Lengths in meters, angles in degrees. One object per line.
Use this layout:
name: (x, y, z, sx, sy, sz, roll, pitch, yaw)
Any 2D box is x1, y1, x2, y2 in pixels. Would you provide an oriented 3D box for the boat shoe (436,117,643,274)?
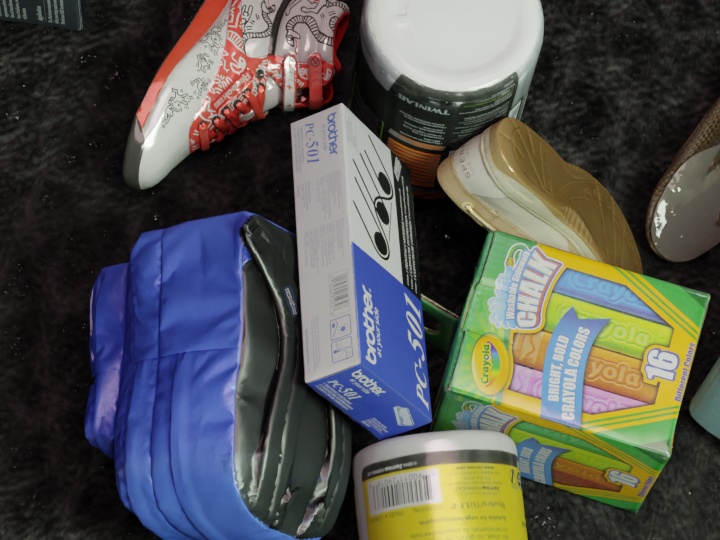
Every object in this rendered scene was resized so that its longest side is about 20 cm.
boat shoe: (0.123, -0.034, 1.738, 0.069, 0.200, 0.074, -21, 47, 28)

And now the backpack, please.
backpack: (-0.091, 0.087, 1.664, 0.167, 0.162, 0.201, -14, 69, 31)

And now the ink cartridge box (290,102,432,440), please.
ink cartridge box: (0.000, 0.000, 1.655, 0.044, 0.094, 0.201, -20, 55, 24)

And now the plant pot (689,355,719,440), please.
plant pot: (0.364, 0.041, 1.676, 0.196, 0.200, 0.196, 37, 64, 15)

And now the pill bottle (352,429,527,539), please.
pill bottle: (0.057, 0.211, 1.647, 0.111, 0.111, 0.201, -4, 75, -6)

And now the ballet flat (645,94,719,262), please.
ballet flat: (0.261, -0.090, 1.827, 0.067, 0.046, 0.200, 39, 73, -23)

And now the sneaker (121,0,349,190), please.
sneaker: (-0.082, -0.127, 1.798, 0.108, 0.067, 0.202, 24, 66, 8)

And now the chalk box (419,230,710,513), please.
chalk box: (0.116, 0.062, 1.709, 0.199, 0.125, 0.124, 16, 68, 3)

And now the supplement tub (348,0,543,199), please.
supplement tub: (0.055, -0.131, 1.739, 0.122, 0.200, 0.123, 2, 69, -4)

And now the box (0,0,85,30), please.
box: (-0.279, -0.263, 1.766, 0.181, 0.200, 0.105, 6, 69, -3)
